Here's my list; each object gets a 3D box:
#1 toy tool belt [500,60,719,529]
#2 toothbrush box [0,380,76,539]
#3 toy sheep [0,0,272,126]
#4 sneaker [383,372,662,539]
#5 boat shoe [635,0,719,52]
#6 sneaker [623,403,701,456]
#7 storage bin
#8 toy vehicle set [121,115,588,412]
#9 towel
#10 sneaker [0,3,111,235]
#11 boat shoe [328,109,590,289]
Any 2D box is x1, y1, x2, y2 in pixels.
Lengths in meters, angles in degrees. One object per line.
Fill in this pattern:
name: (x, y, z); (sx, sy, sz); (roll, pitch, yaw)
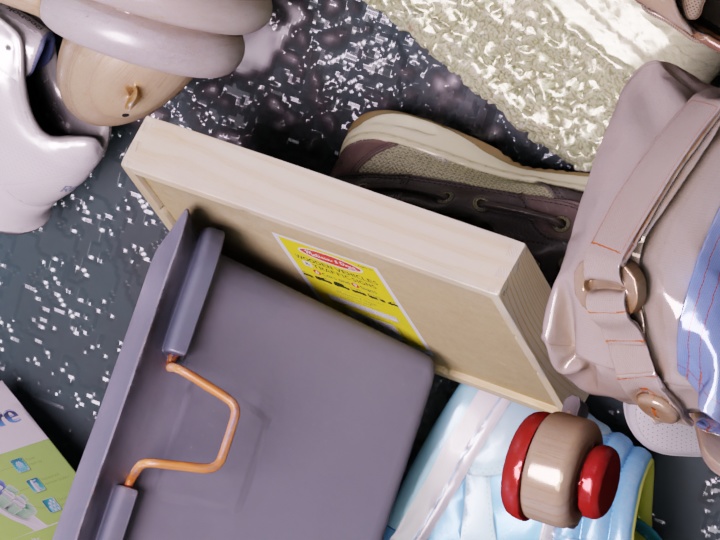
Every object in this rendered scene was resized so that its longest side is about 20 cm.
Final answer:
toy tool belt: (0.143, 0.021, 1.195); (0.122, 0.125, 0.201); (15, 80, 23)
toothbrush box: (-0.174, 0.180, 1.410); (0.200, 0.086, 0.146); (50, 125, 20)
toy sheep: (-0.090, -0.159, 1.291); (0.137, 0.138, 0.201); (20, 106, 11)
sneaker: (0.068, 0.150, 1.357); (0.130, 0.080, 0.201); (28, 106, 7)
boat shoe: (0.143, -0.134, 1.211); (0.199, 0.072, 0.076); (30, 103, 7)
sneaker: (0.196, 0.049, 1.272); (0.199, 0.116, 0.074); (-20, 103, 24)
storage bin: (-0.053, 0.092, 1.295); (0.134, 0.146, 0.201); (20, 73, -8)
toy vehicle set: (0.000, 0.000, 1.295); (0.199, 0.124, 0.027); (19, 70, 28)
towel: (0.080, -0.140, 1.290); (0.200, 0.036, 0.149); (40, 116, 2)
sneaker: (-0.189, -0.115, 1.360); (0.087, 0.075, 0.200); (-30, 105, 37)
boat shoe: (0.074, -0.009, 1.307); (0.200, 0.066, 0.072); (21, 146, 15)
